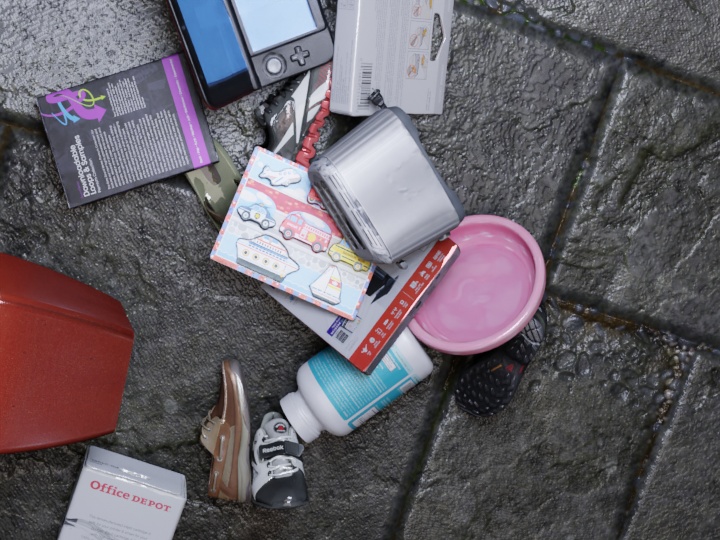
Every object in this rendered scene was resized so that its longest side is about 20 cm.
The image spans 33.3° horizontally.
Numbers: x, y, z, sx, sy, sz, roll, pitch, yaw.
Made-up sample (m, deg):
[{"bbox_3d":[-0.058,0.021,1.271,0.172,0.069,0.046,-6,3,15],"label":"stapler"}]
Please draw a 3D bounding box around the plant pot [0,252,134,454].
[{"bbox_3d":[-0.389,0.109,1.512,0.173,0.200,0.203,9,103,-23],"label":"plant pot"}]

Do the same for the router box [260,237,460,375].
[{"bbox_3d":[0.000,0.000,1.548,0.179,0.049,0.201,37,88,14],"label":"router box"}]

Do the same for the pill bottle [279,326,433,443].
[{"bbox_3d":[-0.009,0.143,1.606,0.199,0.111,0.111,-35,106,2],"label":"pill bottle"}]

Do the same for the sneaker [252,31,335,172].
[{"bbox_3d":[-0.081,-0.211,1.526,0.096,0.071,0.203,18,102,-14],"label":"sneaker"}]

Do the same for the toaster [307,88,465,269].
[{"bbox_3d":[0.024,-0.103,1.450,0.128,0.113,0.202,-35,101,-12],"label":"toaster"}]

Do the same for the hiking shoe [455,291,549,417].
[{"bbox_3d":[0.202,0.119,1.644,0.075,0.101,0.201,39,126,6],"label":"hiking shoe"}]

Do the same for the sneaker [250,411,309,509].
[{"bbox_3d":[-0.111,0.244,1.570,0.073,0.200,0.090,-3,104,-12],"label":"sneaker"}]

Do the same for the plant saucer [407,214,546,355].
[{"bbox_3d":[0.149,0.024,1.574,0.199,0.202,0.051,-35,141,2],"label":"plant saucer"}]

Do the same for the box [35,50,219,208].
[{"bbox_3d":[-0.290,-0.175,1.509,0.197,0.036,0.145,-17,91,-4],"label":"box"}]

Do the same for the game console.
[{"bbox_3d":[-0.133,-0.314,1.417,0.170,0.119,0.203,-20,103,0],"label":"game console"}]

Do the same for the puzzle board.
[{"bbox_3d":[-0.069,-0.046,1.504,0.197,0.017,0.153,23,84,-5],"label":"puzzle board"}]

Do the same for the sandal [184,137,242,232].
[{"bbox_3d":[-0.164,-0.083,1.553,0.080,0.057,0.202,-39,105,1],"label":"sandal"}]

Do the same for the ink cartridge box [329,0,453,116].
[{"bbox_3d":[0.042,-0.298,1.516,0.175,0.044,0.204,-7,107,-46],"label":"ink cartridge box"}]

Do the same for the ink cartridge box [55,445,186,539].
[{"bbox_3d":[-0.333,0.357,1.628,0.143,0.083,0.203,19,100,-12],"label":"ink cartridge box"}]

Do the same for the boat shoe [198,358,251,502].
[{"bbox_3d":[-0.183,0.220,1.621,0.070,0.076,0.204,-2,103,-5],"label":"boat shoe"}]
